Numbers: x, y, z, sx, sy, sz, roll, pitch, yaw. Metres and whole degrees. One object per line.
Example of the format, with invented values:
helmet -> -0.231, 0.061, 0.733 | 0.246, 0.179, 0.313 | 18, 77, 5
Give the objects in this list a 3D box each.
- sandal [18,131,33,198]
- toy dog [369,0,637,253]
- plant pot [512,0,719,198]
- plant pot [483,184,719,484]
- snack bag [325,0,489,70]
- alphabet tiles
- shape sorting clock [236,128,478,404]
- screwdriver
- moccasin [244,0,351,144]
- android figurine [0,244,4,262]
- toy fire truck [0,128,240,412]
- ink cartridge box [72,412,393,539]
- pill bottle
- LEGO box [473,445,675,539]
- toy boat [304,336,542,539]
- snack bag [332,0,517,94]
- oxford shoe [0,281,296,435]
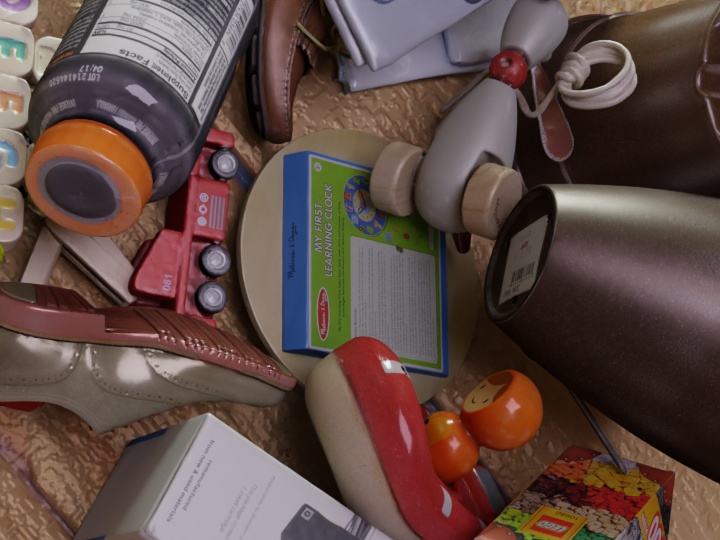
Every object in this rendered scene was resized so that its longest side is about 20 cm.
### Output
sandal -> -0.273, -0.027, 0.954 | 0.075, 0.048, 0.201 | 47, 62, -10
toy dog -> 0.095, -0.090, 1.109 | 0.200, 0.097, 0.132 | -40, 57, -13
plant pot -> 0.238, -0.110, 1.148 | 0.199, 0.198, 0.202 | 4, 82, -28
plant pot -> 0.188, 0.023, 1.032 | 0.198, 0.187, 0.189 | 20, 69, -18
snack bag -> 0.027, -0.257, 1.096 | 0.199, 0.021, 0.190 | -35, 101, -37
alphabet tiles -> -0.251, -0.108, 0.975 | 0.194, 0.015, 0.202 | 11, 59, -22
shape sorting clock -> 0.000, 0.000, 1.096 | 0.199, 0.039, 0.202 | 13, 69, -37
screwdriver -> 0.145, 0.077, 1.087 | 0.029, 0.200, 0.028 | -3, 122, -22
moccasin -> -0.035, -0.182, 1.101 | 0.077, 0.074, 0.203 | 12, 67, -5
android figurine -> -0.300, 0.013, 0.891 | 0.199, 0.041, 0.183 | -26, 111, -10
toy fire truck -> -0.155, -0.006, 1.012 | 0.140, 0.049, 0.202 | 11, 72, -23
ink cartridge box -> -0.057, 0.181, 0.963 | 0.199, 0.145, 0.084 | 36, 64, -15
pill bottle -> -0.136, -0.113, 0.968 | 0.106, 0.106, 0.201 | 34, 46, -17
LEGO box -> 0.131, 0.235, 1.010 | 0.149, 0.077, 0.202 | -31, 128, -54
toy boat -> 0.056, 0.109, 1.005 | 0.200, 0.130, 0.131 | 45, 13, -46
snack bag -> 0.047, -0.236, 1.189 | 0.198, 0.021, 0.190 | -13, 85, -29
oxford shoe -> -0.134, 0.061, 0.951 | 0.198, 0.071, 0.074 | 15, 98, -24
